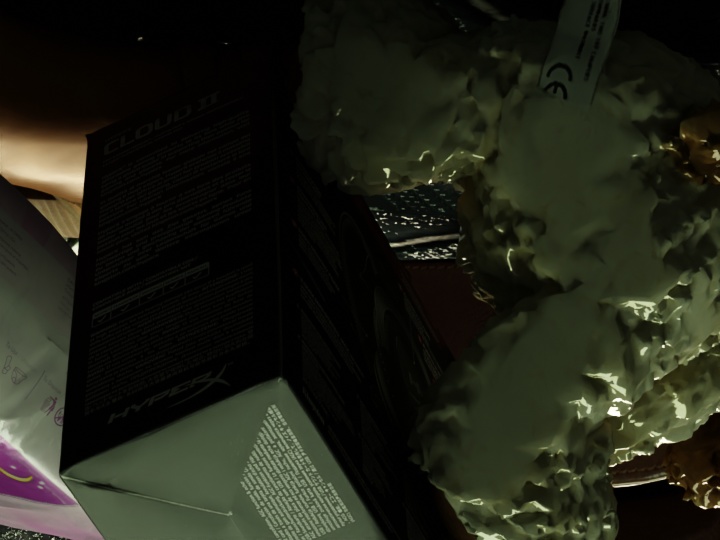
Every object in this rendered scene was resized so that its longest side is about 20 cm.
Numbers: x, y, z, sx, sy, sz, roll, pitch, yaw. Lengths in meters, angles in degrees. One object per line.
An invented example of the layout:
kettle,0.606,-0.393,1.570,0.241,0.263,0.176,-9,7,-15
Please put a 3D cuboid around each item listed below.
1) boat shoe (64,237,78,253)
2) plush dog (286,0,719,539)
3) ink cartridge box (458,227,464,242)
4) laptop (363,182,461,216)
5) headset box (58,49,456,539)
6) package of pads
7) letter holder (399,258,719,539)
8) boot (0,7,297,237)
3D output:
boat shoe,-0.199,-0.029,1.111,0.200,0.072,0.060,-10,158,37
plush dog,0.086,-0.014,0.780,0.160,0.201,0.172,-25,168,17
ink cartridge box,0.117,0.034,1.204,0.145,0.085,0.200,7,171,5
laptop,0.000,0.000,1.032,0.199,0.104,0.177,4,171,16
headset box,-0.024,0.039,0.783,0.077,0.201,0.149,-23,123,11
package of pads,-0.150,0.010,0.801,0.120,0.076,0.200,7,151,38
letter holder,0.052,0.077,0.930,0.199,0.143,0.101,-1,161,27
boot,-0.079,-0.064,0.854,0.154,0.074,0.200,-3,166,9
